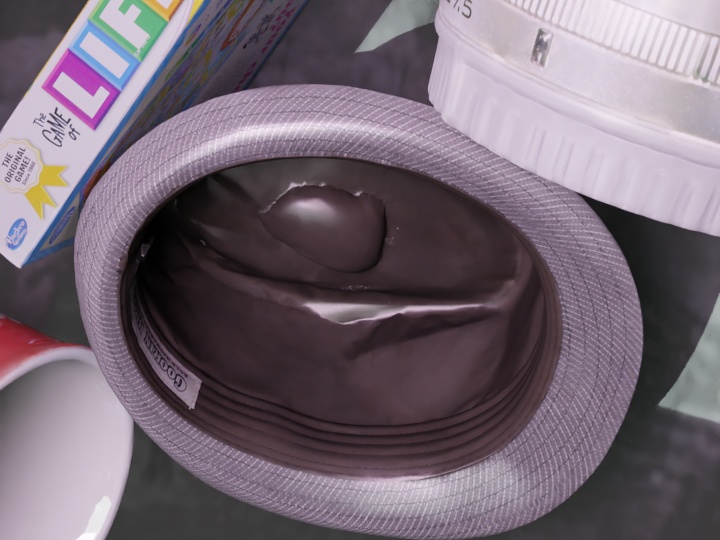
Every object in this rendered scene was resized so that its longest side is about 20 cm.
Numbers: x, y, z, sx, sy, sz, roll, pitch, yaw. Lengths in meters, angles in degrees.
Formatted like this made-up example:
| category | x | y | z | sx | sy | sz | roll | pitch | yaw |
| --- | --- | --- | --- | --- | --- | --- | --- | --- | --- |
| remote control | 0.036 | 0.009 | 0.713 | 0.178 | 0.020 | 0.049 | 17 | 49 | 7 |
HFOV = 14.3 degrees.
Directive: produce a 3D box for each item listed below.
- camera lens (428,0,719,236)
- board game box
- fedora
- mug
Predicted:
| category | x | y | z | sx | sy | sz | roll | pitch | yaw |
| --- | --- | --- | --- | --- | --- | --- | --- | --- | --- |
| camera lens | 0.120 | -0.128 | 0.934 | 0.160 | 0.160 | 0.201 | 22 | 107 | 13 |
| board game box | -0.053 | -0.098 | 1.011 | 0.034 | 0.134 | 0.200 | 39 | 109 | 8 |
| fedora | 0.000 | 0.000 | 1.022 | 0.199 | 0.090 | 0.177 | 11 | 122 | -2 |
| mug | -0.206 | 0.069 | 1.085 | 0.200 | 0.133 | 0.178 | 27 | 121 | 27 |
